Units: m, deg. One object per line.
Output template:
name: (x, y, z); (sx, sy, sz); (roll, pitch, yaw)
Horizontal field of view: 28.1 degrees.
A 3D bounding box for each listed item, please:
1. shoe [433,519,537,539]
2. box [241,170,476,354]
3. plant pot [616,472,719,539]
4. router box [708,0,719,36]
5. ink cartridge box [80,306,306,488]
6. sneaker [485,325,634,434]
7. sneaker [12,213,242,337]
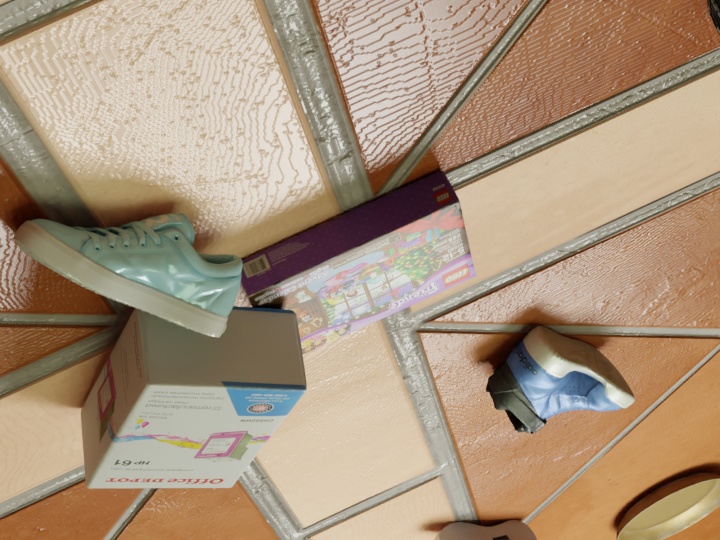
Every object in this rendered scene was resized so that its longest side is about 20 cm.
shoe: (0.155, 0.398, 1.978); (0.200, 0.072, 0.091); (4, 134, -47)
box: (0.000, 0.000, 1.278); (0.200, 0.039, 0.137); (-25, 150, -2)
plant pot: (0.480, 0.366, 2.221); (0.200, 0.028, 0.200); (-20, 150, -12)
router box: (0.366, -0.240, 1.104); (0.200, 0.062, 0.150); (-33, 173, 14)
ink cartridge box: (-0.151, 0.115, 1.261); (0.144, 0.085, 0.200); (4, 147, -25)
sneaker: (0.218, 0.136, 1.614); (0.111, 0.077, 0.200); (-45, 141, 19)
sneaker: (-0.175, -0.016, 1.115); (0.200, 0.074, 0.082); (26, 86, -44)
